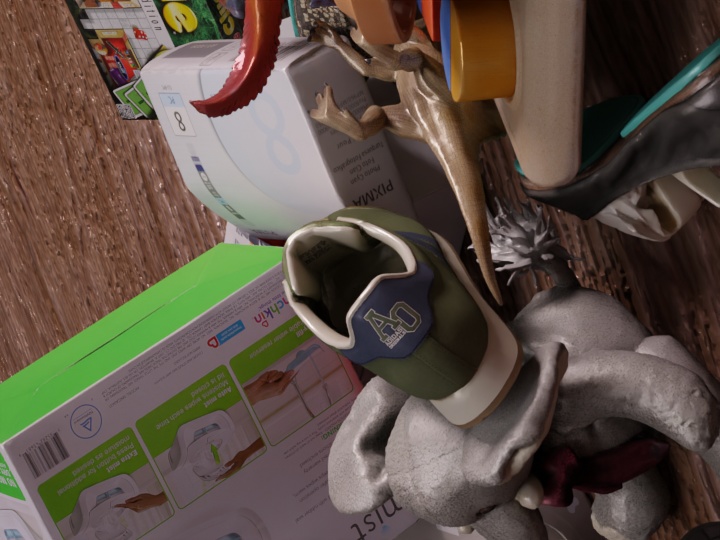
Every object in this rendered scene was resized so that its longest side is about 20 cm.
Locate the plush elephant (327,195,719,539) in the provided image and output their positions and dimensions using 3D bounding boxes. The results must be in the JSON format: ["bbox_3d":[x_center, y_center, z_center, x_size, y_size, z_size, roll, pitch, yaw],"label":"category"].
[{"bbox_3d":[0.081,0.085,1.182,0.200,0.155,0.165,54,152,-12],"label":"plush elephant"}]

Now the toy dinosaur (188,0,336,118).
[{"bbox_3d":[-0.021,-0.201,1.182,0.182,0.105,0.200,98,176,-47],"label":"toy dinosaur"}]

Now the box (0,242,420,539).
[{"bbox_3d":[-0.093,0.110,1.345,0.097,0.200,0.177,7,127,59],"label":"box"}]

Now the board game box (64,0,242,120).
[{"bbox_3d":[-0.129,-0.169,1.405,0.105,0.023,0.200,0,131,32],"label":"board game box"}]

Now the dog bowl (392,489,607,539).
[{"bbox_3d":[0.072,0.165,1.400,0.200,0.059,0.200,38,141,40],"label":"dog bowl"}]

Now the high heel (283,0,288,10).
[{"bbox_3d":[-0.127,-0.229,1.419,0.200,0.071,0.143,16,133,35],"label":"high heel"}]

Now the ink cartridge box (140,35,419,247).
[{"bbox_3d":[-0.031,-0.027,1.330,0.160,0.047,0.200,6,120,57],"label":"ink cartridge box"}]

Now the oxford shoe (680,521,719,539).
[{"bbox_3d":[0.207,0.204,1.155,0.200,0.073,0.084,51,156,0],"label":"oxford shoe"}]

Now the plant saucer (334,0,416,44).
[{"bbox_3d":[-0.002,-0.197,1.068,0.200,0.032,0.201,-4,-90,-83],"label":"plant saucer"}]

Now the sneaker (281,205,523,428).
[{"bbox_3d":[0.000,0.000,1.153,0.090,0.067,0.200,35,-175,-29],"label":"sneaker"}]

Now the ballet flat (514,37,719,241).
[{"bbox_3d":[0.135,-0.050,1.125,0.068,0.068,0.200,50,158,-7],"label":"ballet flat"}]

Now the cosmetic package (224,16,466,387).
[{"bbox_3d":[-0.011,-0.026,1.409,0.151,0.052,0.200,45,145,29],"label":"cosmetic package"}]

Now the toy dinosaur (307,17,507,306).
[{"bbox_3d":[0.032,-0.081,1.181,0.058,0.101,0.200,-52,31,31],"label":"toy dinosaur"}]

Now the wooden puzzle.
[{"bbox_3d":[0.052,-0.161,1.140,0.200,0.046,0.185,-114,18,-53],"label":"wooden puzzle"}]

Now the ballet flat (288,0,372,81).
[{"bbox_3d":[-0.009,-0.183,1.282,0.075,0.068,0.200,0,110,36],"label":"ballet flat"}]
